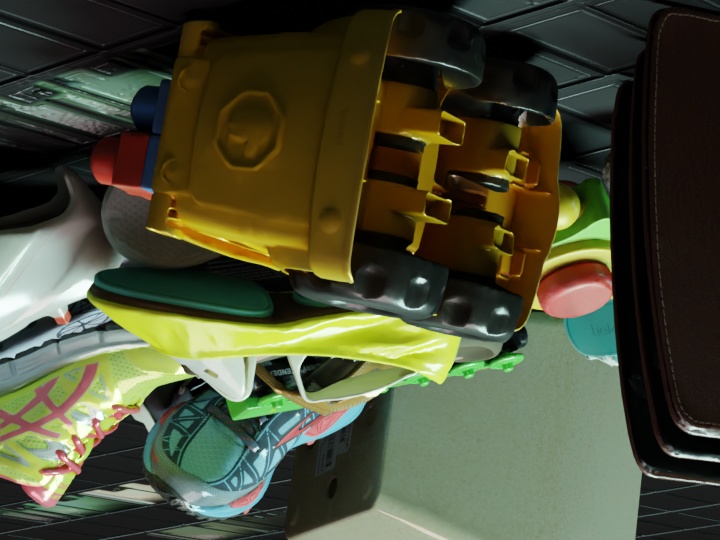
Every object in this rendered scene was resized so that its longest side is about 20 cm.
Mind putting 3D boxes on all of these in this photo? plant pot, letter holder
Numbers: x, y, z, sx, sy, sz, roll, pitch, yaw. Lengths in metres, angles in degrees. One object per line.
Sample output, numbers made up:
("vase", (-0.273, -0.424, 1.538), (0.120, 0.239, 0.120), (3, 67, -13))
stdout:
("plant pot", (0.062, 0.127, 1.851), (0.177, 0.200, 0.200), (17, 158, -25))
("letter holder", (0.161, -0.008, 1.298), (0.142, 0.200, 0.101), (9, 162, -34))

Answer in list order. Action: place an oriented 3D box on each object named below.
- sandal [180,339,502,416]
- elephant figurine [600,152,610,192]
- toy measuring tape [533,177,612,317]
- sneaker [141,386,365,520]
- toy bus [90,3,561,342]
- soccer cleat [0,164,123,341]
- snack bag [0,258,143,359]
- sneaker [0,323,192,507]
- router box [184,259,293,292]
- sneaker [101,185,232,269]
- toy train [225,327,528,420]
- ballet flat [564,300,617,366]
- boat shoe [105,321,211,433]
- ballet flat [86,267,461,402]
("sandal", (-0.004, 0.054, 1.553), (0.200, 0.054, 0.080), (0, 174, -32))
("elephant figurine", (0.216, -0.009, 1.503), (0.200, 0.155, 0.142), (9, -152, -2))
("toy measuring tape", (0.117, 0.004, 1.495), (0.073, 0.074, 0.200), (-6, 155, 15))
("sneaker", (-0.057, 0.072, 1.674), (0.200, 0.079, 0.096), (-39, 162, -46))
("toy bus", (-0.020, -0.046, 1.305), (0.192, 0.136, 0.200), (5, 173, 30))
("soccer cleat", (-0.218, 0.017, 1.447), (0.200, 0.078, 0.069), (-31, -157, -13))
("snack bag", (-0.180, 0.013, 1.581), (0.200, 0.021, 0.189), (-23, 167, -10))
("sneaker", (-0.173, 0.087, 1.586), (0.200, 0.090, 0.078), (-19, 171, 12))
("router box", (0.000, 0.000, 1.566), (0.200, 0.051, 0.149), (-7, 174, 20))
("sneaker", (-0.034, -0.038, 1.457), (0.200, 0.077, 0.082), (3, -174, 1))
("toy train", (0.009, 0.056, 1.633), (0.200, 0.042, 0.056), (-8, 163, -31))
("ballet flat", (0.209, 0.023, 1.670), (0.072, 0.072, 0.200), (11, 175, -41))
("boat shoe", (-0.108, 0.075, 1.748), (0.063, 0.073, 0.200), (-15, 160, 5))
("ballet flat", (-0.043, 0.036, 1.440), (0.200, 0.067, 0.067), (0, -164, -9))
